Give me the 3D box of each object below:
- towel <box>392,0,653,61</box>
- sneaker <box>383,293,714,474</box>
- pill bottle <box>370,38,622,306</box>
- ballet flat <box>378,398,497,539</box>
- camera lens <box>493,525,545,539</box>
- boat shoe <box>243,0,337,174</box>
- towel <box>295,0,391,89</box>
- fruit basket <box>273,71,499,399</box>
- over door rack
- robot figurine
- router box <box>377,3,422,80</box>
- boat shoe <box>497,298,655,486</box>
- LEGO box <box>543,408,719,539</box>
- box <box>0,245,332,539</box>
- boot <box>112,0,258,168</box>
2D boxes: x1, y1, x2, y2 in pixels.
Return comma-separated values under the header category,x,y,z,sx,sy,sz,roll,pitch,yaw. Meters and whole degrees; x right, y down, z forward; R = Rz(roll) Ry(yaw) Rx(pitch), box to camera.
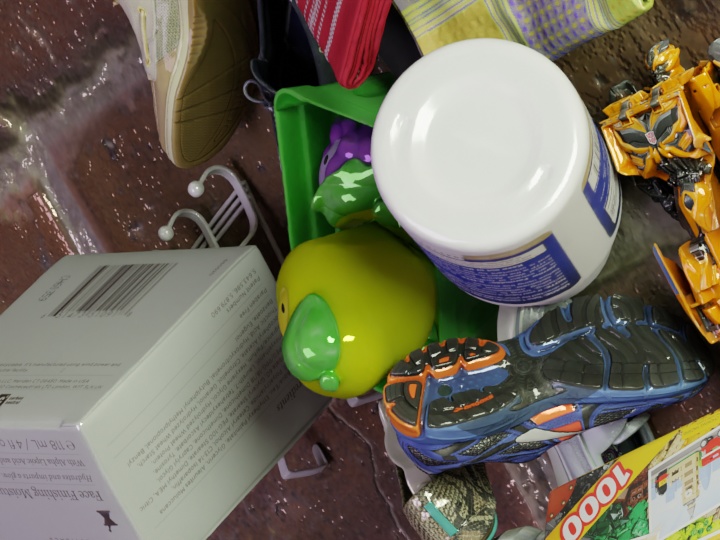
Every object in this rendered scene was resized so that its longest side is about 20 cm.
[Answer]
category,x,y,z,sx,sy,sz,roll,pitch,yaw
towel,0.073,-0.176,1.608,0.200,0.023,0.144,-20,99,56
sneaker,0.109,0.070,1.716,0.079,0.199,0.075,91,167,-53
pill bottle,0.084,-0.045,1.643,0.120,0.120,0.200,45,179,19
ballet flat,0.044,0.110,1.848,0.075,0.068,0.200,46,-168,-18
camera lens,0.150,0.252,1.770,0.200,0.160,0.160,16,133,13
boat shoe,-0.038,-0.120,1.855,0.075,0.062,0.200,34,141,29
towel,-0.029,-0.219,1.680,0.200,0.022,0.145,63,154,29
fruit basket,0.000,0.000,1.777,0.155,0.215,0.216,26,134,39
over door rack,-0.078,0.044,2.030,0.200,0.067,0.148,53,147,8
robot figurine,0.204,-0.033,1.614,0.145,0.058,0.200,-24,97,55
router box,0.040,-0.214,1.688,0.157,0.052,0.200,55,146,7
boat shoe,0.148,0.089,1.784,0.071,0.070,0.201,-3,118,43
LEGO box,0.191,0.165,1.613,0.077,0.149,0.200,33,136,-27
box,-0.163,0.093,1.942,0.199,0.200,0.131,-3,124,44
boot,-0.144,-0.180,1.935,0.155,0.072,0.200,30,132,35
